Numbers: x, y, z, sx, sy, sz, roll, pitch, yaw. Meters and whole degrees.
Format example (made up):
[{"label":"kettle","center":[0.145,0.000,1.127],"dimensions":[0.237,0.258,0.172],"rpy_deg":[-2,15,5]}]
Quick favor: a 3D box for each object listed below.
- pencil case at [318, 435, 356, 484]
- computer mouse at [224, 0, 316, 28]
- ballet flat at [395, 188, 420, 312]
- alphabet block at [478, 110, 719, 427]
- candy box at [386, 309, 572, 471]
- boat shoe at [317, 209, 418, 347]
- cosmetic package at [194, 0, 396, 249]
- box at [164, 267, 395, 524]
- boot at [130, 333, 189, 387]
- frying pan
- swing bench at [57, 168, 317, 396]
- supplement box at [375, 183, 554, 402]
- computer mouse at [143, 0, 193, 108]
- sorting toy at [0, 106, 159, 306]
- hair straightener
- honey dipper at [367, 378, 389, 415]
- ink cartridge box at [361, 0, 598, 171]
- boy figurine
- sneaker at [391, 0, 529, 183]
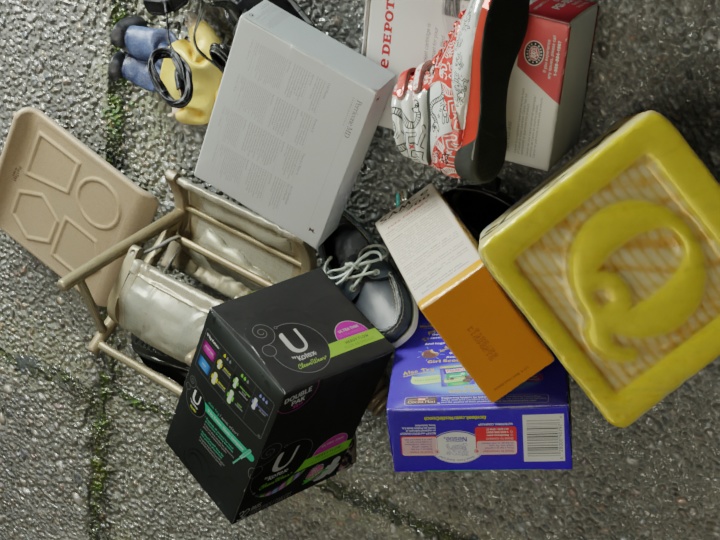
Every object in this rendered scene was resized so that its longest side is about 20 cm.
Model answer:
[{"label":"pencil case","center":[-0.041,0.126,1.540],"dimensions":[0.078,0.089,0.200],"rpy_deg":[6,110,13]},{"label":"computer mouse","center":[-0.080,-0.273,1.426],"dimensions":[0.200,0.046,0.140],"rpy_deg":[46,139,-6]},{"label":"ballet flat","center":[0.071,0.007,1.488],"dimensions":[0.064,0.067,0.200],"rpy_deg":[-2,115,2]},{"label":"alphabet block","center":[0.231,-0.007,1.247],"dimensions":[0.195,0.200,0.196],"rpy_deg":[-40,91,6]},{"label":"candy box","center":[0.118,0.111,1.385],"dimensions":[0.169,0.200,0.077],"rpy_deg":[-1,116,7]},{"label":"boat shoe","center":[0.000,0.000,1.451],"dimensions":[0.075,0.200,0.062],"rpy_deg":[-31,133,8]},{"label":"cosmetic package","center":[-0.067,-0.139,1.392],"dimensions":[0.151,0.052,0.200],"rpy_deg":[33,131,11]},{"label":"box","center":[-0.083,0.123,1.413],"dimensions":[0.124,0.148,0.200],"rpy_deg":[46,134,26]},{"label":"boot","center":[-0.182,0.158,1.692],"dimensions":[0.211,0.079,0.158],"rpy_deg":[20,122,21]},{"label":"frying pan","center":[0.113,-0.070,1.393],"dimensions":[0.115,0.031,0.190],"rpy_deg":[8,143,35]},{"label":"swing bench","center":[-0.178,0.024,1.555],"dimensions":[0.199,0.200,0.130],"rpy_deg":[27,150,27]},{"label":"supplement box","center":[0.094,0.016,1.335],"dimensions":[0.073,0.200,0.126],"rpy_deg":[-36,117,5]},{"label":"computer mouse","center":[-0.194,-0.257,1.474],"dimensions":[0.059,0.034,0.200],"rpy_deg":[-9,73,10]},{"label":"sorting toy","center":[-0.345,-0.076,1.708],"dimensions":[0.200,0.036,0.185],"rpy_deg":[34,126,7]},{"label":"hair straightener","center":[-0.111,-0.184,1.437],"dimensions":[0.077,0.041,0.200],"rpy_deg":[-29,112,11]},{"label":"honey dipper","center":[-0.041,0.080,1.600],"dimensions":[0.200,0.038,0.038],"rpy_deg":[45,128,9]},{"label":"ink cartridge box","center":[0.108,-0.195,1.343],"dimensions":[0.200,0.083,0.147],"rpy_deg":[18,121,22]},{"label":"boy figurine","center":[-0.172,-0.212,1.516],"dimensions":[0.200,0.064,0.125],"rpy_deg":[21,122,20]},{"label":"sneaker","center":[0.082,-0.184,1.268],"dimensions":[0.108,0.067,0.202],"rpy_deg":[20,112,38]}]
